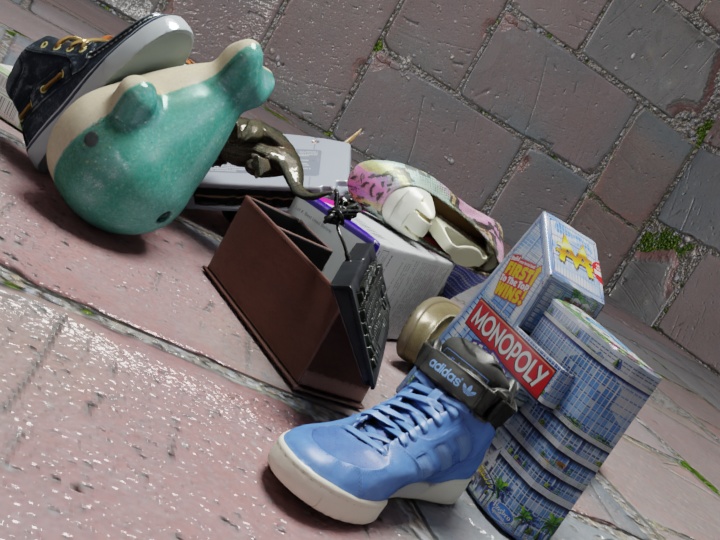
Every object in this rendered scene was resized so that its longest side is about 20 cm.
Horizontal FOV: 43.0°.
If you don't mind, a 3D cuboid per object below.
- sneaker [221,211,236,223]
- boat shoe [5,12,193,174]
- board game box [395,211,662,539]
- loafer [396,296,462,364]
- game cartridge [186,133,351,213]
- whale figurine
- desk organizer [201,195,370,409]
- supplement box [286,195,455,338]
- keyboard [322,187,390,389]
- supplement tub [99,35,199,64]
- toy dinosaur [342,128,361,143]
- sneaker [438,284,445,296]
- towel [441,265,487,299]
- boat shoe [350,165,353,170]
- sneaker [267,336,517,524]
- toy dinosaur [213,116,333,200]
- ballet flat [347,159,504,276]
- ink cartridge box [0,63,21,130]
[{"bbox_3d":[-0.065,-0.049,1.057,0.199,0.075,0.079,30,5,-6],"label":"sneaker"},{"bbox_3d":[-0.228,-0.172,0.766,0.071,0.199,0.092,-11,70,-60],"label":"boat shoe"},{"bbox_3d":[0.129,0.067,0.698,0.061,0.201,0.200,26,10,-24],"label":"board game box"},{"bbox_3d":[0.109,0.080,0.929,0.067,0.077,0.199,30,8,36],"label":"loafer"},{"bbox_3d":[-0.109,-0.108,0.989,0.197,0.041,0.134,3,36,0],"label":"game cartridge"},{"bbox_3d":[-0.151,-0.104,0.742,0.104,0.199,0.159,59,-3,14],"label":"whale figurine"},{"bbox_3d":[-0.051,0.020,0.748,0.071,0.078,0.200,22,14,-38],"label":"desk organizer"},{"bbox_3d":[0.000,0.000,0.922,0.101,0.104,0.199,35,12,26],"label":"supplement box"},{"bbox_3d":[0.000,0.003,0.679,0.200,0.020,0.129,-68,140,-80],"label":"keyboard"},{"bbox_3d":[-0.256,-0.219,1.162,0.122,0.123,0.199,36,12,28],"label":"supplement tub"},{"bbox_3d":[-0.032,-0.091,1.130,0.106,0.060,0.202,14,57,-48],"label":"toy dinosaur"},{"bbox_3d":[0.014,-0.014,1.161,0.199,0.078,0.088,29,21,21],"label":"sneaker"},{"bbox_3d":[0.095,-0.013,1.230,0.144,0.024,0.200,31,-21,-9],"label":"towel"},{"bbox_3d":[-0.073,-0.103,1.168,0.199,0.073,0.060,-11,26,-38],"label":"boat shoe"},{"bbox_3d":[0.031,0.088,0.564,0.077,0.112,0.199,38,12,35],"label":"sneaker"},{"bbox_3d":[-0.106,-0.117,0.859,0.198,0.078,0.102,11,12,20],"label":"toy dinosaur"},{"bbox_3d":[0.076,-0.049,0.940,0.199,0.069,0.072,27,30,-27],"label":"ballet flat"},{"bbox_3d":[-0.296,-0.160,0.982,0.145,0.048,0.200,32,13,6],"label":"ink cartridge box"}]
